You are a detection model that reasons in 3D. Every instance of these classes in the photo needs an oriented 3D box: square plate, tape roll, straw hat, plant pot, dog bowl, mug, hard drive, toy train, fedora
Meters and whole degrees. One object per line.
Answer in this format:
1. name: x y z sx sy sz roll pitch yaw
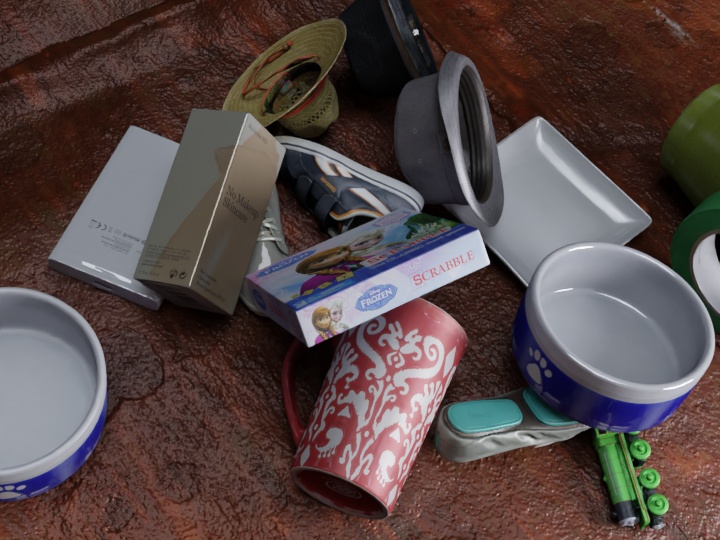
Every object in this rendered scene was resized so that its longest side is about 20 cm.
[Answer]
1. square plate: 0.217 -0.072 1.345 0.198 0.029 0.200 -35 71 -26
2. tape roll: 0.442 0.004 1.236 0.048 0.201 0.200 -38 72 -27
3. straw hat: -0.069 -0.205 1.333 0.085 0.200 0.202 47 53 -31
4. plant pot: 0.473 -0.122 1.339 0.200 0.201 0.193 -31 57 -24
5. dog bowl: -0.351 0.122 1.102 0.198 0.079 0.201 5 59 -8
6. mug: 0.003 0.141 1.146 0.133 0.177 0.201 40 58 -28
7. hard drive: -0.246 -0.063 1.261 0.131 0.026 0.201 22 58 3
8. toy train: 0.276 0.182 1.197 0.056 0.042 0.201 -9 61 -4
9. fedora: 0.030 -0.273 1.362 0.091 0.201 0.202 -21 61 12
10. fedora: 0.095 -0.143 1.273 0.090 0.201 0.177 -7 24 22
11. dog bowl: 0.264 0.068 1.180 0.199 0.079 0.201 8 47 -9

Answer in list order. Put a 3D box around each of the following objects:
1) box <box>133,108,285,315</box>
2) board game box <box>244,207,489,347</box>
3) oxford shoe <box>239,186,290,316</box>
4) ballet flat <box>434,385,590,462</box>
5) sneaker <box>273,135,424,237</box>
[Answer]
1. box: -0.159 -0.064 1.195 0.077 0.095 0.201 8 74 28
2. board game box: 0.000 0.000 1.135 0.199 0.199 0.041 -24 106 -15
3. oxford shoe: -0.117 -0.042 1.253 0.075 0.058 0.201 -4 61 -14
4. ballet flat: 0.168 0.161 1.179 0.199 0.064 0.068 -6 45 -19
5. sneaker: -0.032 -0.087 1.282 0.199 0.079 0.080 23 71 13
